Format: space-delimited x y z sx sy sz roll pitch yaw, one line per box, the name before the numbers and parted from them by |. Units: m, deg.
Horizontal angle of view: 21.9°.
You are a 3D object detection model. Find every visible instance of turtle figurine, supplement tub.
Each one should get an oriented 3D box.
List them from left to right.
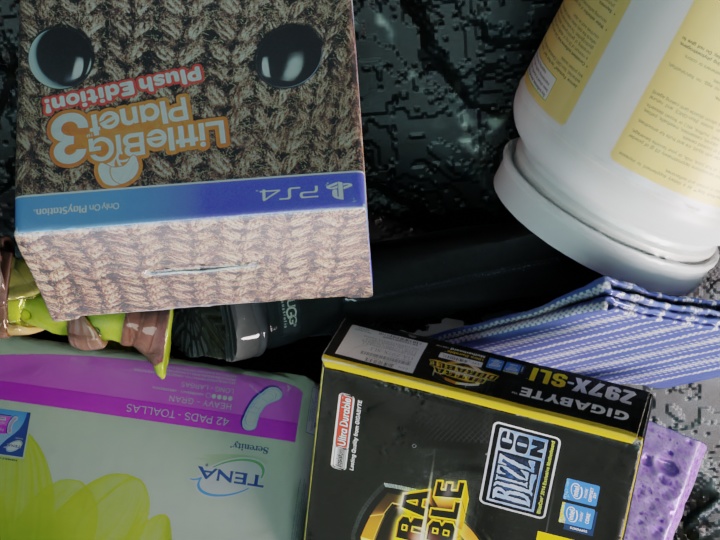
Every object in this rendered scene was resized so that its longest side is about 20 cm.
turtle figurine | -0.178 0.014 0.962 0.160 0.200 0.065 2 101 -7
supplement tub | 0.165 -0.104 0.938 0.145 0.146 0.201 22 113 -12

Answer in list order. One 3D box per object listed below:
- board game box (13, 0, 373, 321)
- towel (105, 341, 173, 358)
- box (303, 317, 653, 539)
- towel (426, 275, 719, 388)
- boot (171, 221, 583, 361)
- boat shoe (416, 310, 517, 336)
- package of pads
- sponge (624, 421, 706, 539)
board game box | -0.080 -0.090 0.899 0.159 0.201 0.097 -5 155 0
towel | -0.147 0.129 1.107 0.143 0.023 0.201 -23 115 8
box | 0.052 0.134 0.940 0.159 0.049 0.201 13 121 9
towel | 0.145 0.035 0.987 0.199 0.024 0.145 9 161 -39
boot | 0.000 0.000 1.013 0.199 0.165 0.066 -12 106 -21
boat shoe | 0.035 0.103 1.072 0.071 0.091 0.201 32 81 25
package of pads | -0.124 0.124 1.005 0.199 0.068 0.155 7 78 9
sponge | 0.102 0.168 1.020 0.111 0.030 0.201 20 89 19
